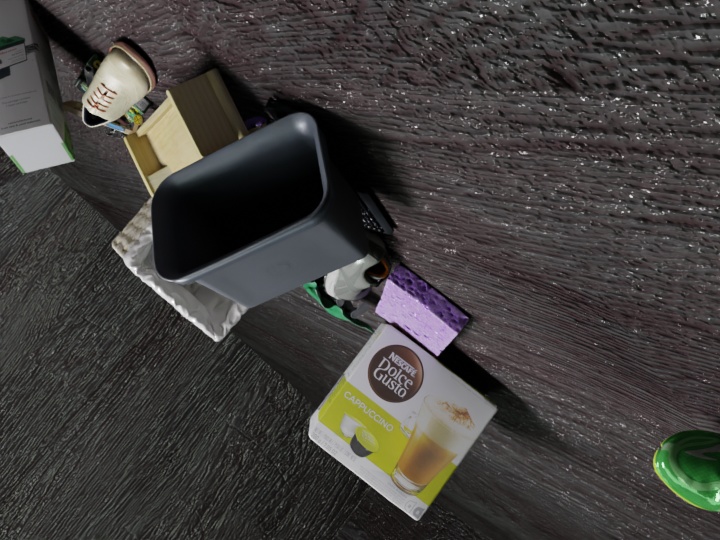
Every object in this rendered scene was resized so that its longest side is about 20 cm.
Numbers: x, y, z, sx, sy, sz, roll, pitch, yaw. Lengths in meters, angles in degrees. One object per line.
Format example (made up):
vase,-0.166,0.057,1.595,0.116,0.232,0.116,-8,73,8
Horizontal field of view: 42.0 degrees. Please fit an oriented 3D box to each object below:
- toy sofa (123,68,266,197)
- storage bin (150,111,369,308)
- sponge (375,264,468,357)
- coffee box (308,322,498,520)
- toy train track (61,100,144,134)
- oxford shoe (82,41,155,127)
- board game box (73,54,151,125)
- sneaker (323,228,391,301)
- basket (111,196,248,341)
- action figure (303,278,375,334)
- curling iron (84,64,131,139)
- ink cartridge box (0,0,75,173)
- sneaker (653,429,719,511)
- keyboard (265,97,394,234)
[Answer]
toy sofa,-0.192,-0.159,1.079,0.199,0.097,0.084,-18,100,61
storage bin,-0.094,-0.053,0.954,0.134,0.198,0.147,42,-149,-53
sponge,0.077,0.057,1.235,0.111,0.030,0.200,37,168,6
coffee box,0.058,0.213,1.395,0.199,0.199,0.200,37,177,1
toy train track,-0.330,-0.211,1.334,0.198,0.033,0.115,21,-172,8
oxford shoe,-0.319,-0.232,1.218,0.071,0.074,0.200,40,158,-10
board game box,-0.373,-0.264,1.402,0.105,0.024,0.200,44,166,-18
sneaker,0.000,0.000,1.164,0.079,0.074,0.200,27,166,12
basket,-0.246,-0.039,1.431,0.200,0.199,0.160,45,168,-28
action figure,-0.046,0.036,1.455,0.118,0.055,0.200,42,174,-20
curling iron,-0.373,-0.246,1.366,0.049,0.026,0.200,15,160,3
ink cartridge box,-0.478,-0.263,1.332,0.146,0.083,0.202,108,146,-75
sneaker,0.360,0.194,0.827,0.198,0.075,0.084,23,165,22
keyboard,-0.044,-0.100,1.006,0.104,0.040,0.200,26,161,42
